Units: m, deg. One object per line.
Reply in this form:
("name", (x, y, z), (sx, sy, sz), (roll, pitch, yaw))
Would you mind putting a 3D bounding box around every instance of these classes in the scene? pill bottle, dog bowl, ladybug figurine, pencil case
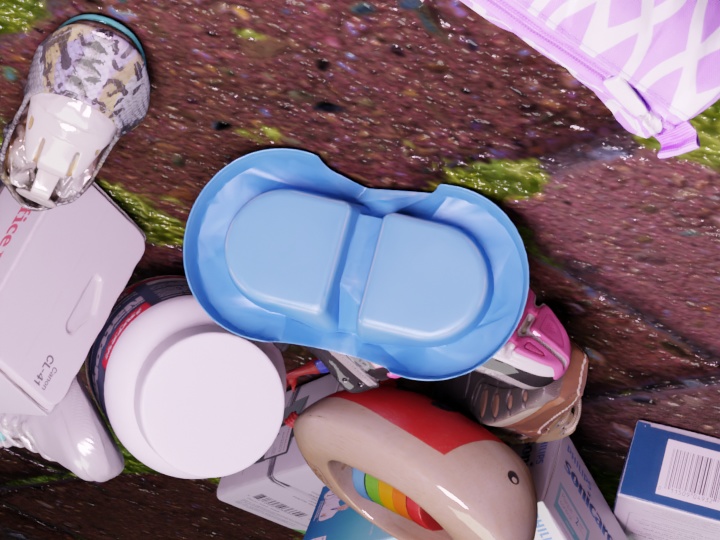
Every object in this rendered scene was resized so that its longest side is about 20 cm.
("pill bottle", (-0.112, 0.071, 1.291), (0.119, 0.120, 0.200), (24, 179, -15))
("dog bowl", (0.000, 0.000, 1.129), (0.200, 0.112, 0.050), (13, 172, 13))
("ladybug figurine", (0.039, 0.128, 1.274), (0.200, 0.072, 0.136), (23, 154, 41))
("pencil case", (0.067, -0.123, 0.787), (0.200, 0.086, 0.084), (29, 158, -25))

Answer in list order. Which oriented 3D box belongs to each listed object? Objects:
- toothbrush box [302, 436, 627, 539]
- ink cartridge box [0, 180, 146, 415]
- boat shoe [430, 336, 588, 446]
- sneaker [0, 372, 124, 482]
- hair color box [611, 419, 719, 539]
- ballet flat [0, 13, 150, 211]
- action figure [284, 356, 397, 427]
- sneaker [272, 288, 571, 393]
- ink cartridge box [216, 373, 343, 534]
("toothbrush box", (0.079, 0.208, 1.393), (0.200, 0.085, 0.147), (-17, 119, 26))
("ink cartridge box", (-0.259, 0.012, 1.300), (0.200, 0.148, 0.086), (-3, 142, 42))
("boat shoe", (0.109, 0.076, 1.287), (0.074, 0.076, 0.200), (17, 168, -14))
("sneaker", (-0.222, 0.095, 1.305), (0.200, 0.088, 0.075), (42, 159, 54))
("hair color box", (0.235, 0.177, 1.438), (0.100, 0.061, 0.200), (15, 159, 9))
("ballet flat", (-0.166, -0.077, 1.120), (0.072, 0.072, 0.200), (22, 159, -12))
("action figure", (-0.035, 0.064, 1.339), (0.099, 0.065, 0.200), (-23, 148, 9))
("sneaker", (0.028, 0.037, 1.195), (0.200, 0.074, 0.088), (18, 124, 9))
("ink cartridge box", (-0.003, 0.155, 1.544), (0.146, 0.084, 0.200), (25, 158, -19))
